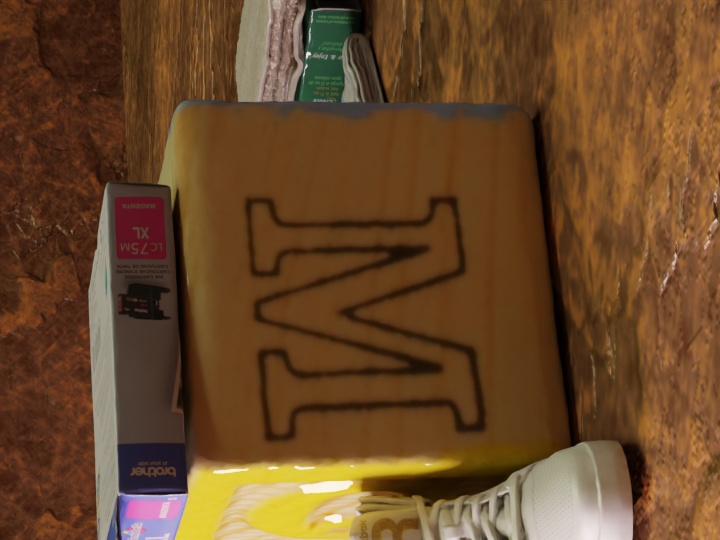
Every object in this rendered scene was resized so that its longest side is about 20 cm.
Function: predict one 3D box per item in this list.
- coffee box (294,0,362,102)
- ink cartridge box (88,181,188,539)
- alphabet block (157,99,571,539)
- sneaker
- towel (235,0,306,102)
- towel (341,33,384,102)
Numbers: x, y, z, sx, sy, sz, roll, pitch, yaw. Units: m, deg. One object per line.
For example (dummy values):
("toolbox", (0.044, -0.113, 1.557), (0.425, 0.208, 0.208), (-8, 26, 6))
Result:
("coffee box", (-0.039, -0.151, 1.632), (0.123, 0.044, 0.200), (-106, 20, -52))
("ink cartridge box", (-0.113, 0.071, 1.034), (0.119, 0.042, 0.200), (112, 158, -61))
("alphabet block", (-0.010, 0.038, 1.108), (0.195, 0.196, 0.200), (112, 155, -65))
("sneaker", (0.055, 0.133, 0.989), (0.200, 0.115, 0.074), (117, 153, -64))
("towel", (-0.070, -0.182, 1.593), (0.200, 0.034, 0.133), (103, 164, -49))
("towel", (-0.007, -0.059, 1.530), (0.147, 0.024, 0.200), (-101, 15, -46))
